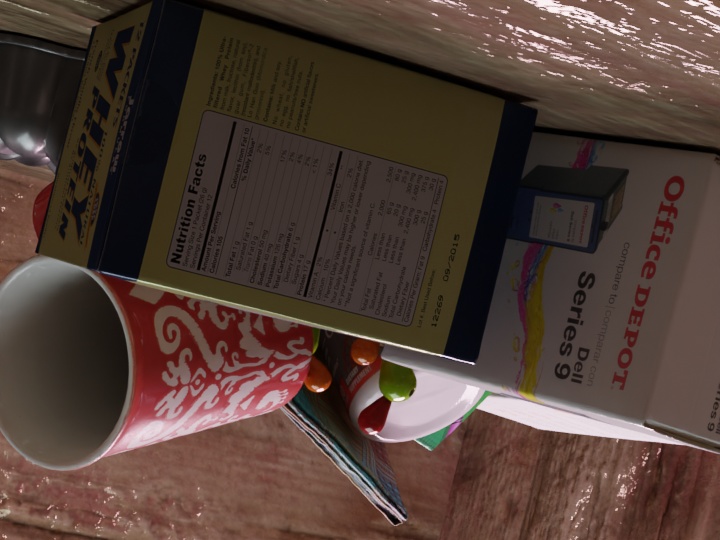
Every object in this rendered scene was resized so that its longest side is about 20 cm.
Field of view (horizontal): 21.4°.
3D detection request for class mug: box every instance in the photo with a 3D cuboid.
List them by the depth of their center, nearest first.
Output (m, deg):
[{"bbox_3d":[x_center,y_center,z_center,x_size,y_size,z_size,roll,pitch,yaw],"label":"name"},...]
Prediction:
[{"bbox_3d":[-0.128,0.030,1.243,0.133,0.179,0.200,11,-171,35],"label":"mug"}]

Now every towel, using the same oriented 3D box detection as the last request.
[{"bbox_3d":[-0.031,0.092,1.454,0.200,0.022,0.147,50,-166,-38],"label":"towel"}]

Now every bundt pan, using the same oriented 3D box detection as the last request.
[{"bbox_3d":[-0.199,-0.104,1.306,0.201,0.076,0.202,14,179,0],"label":"bundt pan"}]

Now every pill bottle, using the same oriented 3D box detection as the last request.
[{"bbox_3d":[0.014,0.024,1.487,0.116,0.116,0.201,16,-141,-46],"label":"pill bottle"}]

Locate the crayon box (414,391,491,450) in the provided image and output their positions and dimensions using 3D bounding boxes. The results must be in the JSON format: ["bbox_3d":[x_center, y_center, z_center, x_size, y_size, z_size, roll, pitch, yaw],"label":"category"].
[{"bbox_3d":[0.034,0.037,1.577,0.200,0.119,0.058,49,-173,36],"label":"crayon box"}]

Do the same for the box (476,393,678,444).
[{"bbox_3d":[0.180,0.074,1.606,0.152,0.107,0.199,21,167,-39],"label":"box"}]

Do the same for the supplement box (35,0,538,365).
[{"bbox_3d":[-0.047,-0.045,1.002,0.199,0.135,0.200,15,178,-18],"label":"supplement box"}]

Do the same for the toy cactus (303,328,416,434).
[{"bbox_3d":[0.000,0.000,1.345,0.102,0.165,0.200,20,-150,-49],"label":"toy cactus"}]

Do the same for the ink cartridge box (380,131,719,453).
[{"bbox_3d":[0.122,0.005,1.041,0.199,0.146,0.087,13,177,46],"label":"ink cartridge box"}]
